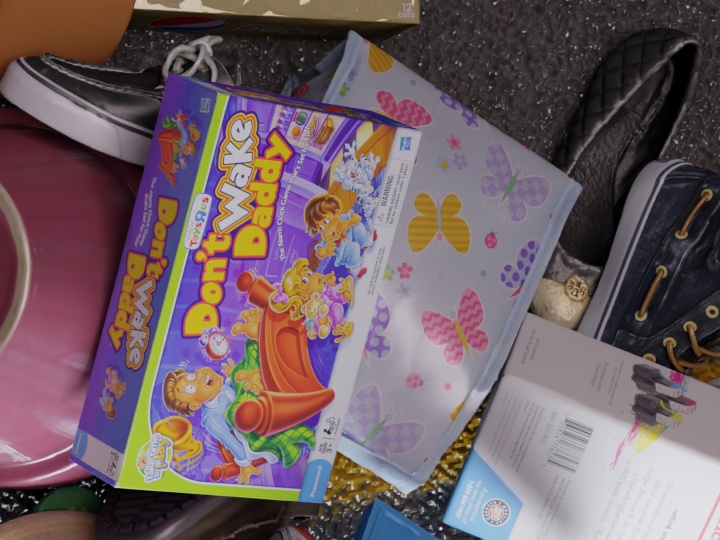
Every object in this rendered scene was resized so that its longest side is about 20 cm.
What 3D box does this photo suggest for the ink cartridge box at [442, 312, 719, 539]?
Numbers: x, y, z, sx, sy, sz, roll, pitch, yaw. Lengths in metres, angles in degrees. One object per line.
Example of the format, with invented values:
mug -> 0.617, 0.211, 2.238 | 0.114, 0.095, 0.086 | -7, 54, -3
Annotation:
ink cartridge box -> 0.161, 0.119, 1.625 | 0.199, 0.115, 0.068 | 22, 36, 2

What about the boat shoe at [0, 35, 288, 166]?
boat shoe -> -0.084, -0.085, 1.492 | 0.199, 0.074, 0.068 | 19, 104, -13

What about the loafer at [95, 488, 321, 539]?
loafer -> -0.068, 0.133, 1.565 | 0.200, 0.073, 0.071 | -24, 106, -57

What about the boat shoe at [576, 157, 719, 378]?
boat shoe -> 0.180, 0.038, 1.675 | 0.071, 0.091, 0.201 | 15, 92, -49

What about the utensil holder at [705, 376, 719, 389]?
utensil holder -> 0.302, 0.148, 1.690 | 0.169, 0.170, 0.201 | -12, 90, -21

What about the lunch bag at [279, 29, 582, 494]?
lunch bag -> 0.000, 0.000, 1.617 | 0.169, 0.127, 0.200 | 31, 64, -14

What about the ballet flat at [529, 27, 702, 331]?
ballet flat -> 0.146, -0.055, 1.710 | 0.066, 0.057, 0.201 | 25, 77, -19

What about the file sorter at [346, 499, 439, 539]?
file sorter -> 0.007, 0.256, 1.553 | 0.139, 0.123, 0.200 | 35, 45, -14

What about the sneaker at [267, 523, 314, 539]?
sneaker -> -0.091, 0.213, 1.510 | 0.082, 0.078, 0.200 | 41, 80, -17

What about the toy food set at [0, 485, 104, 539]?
toy food set -> -0.176, 0.214, 1.544 | 0.198, 0.049, 0.200 | 34, 83, -39

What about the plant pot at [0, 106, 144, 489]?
plant pot -> -0.197, 0.010, 1.475 | 0.199, 0.179, 0.201 | -1, 84, 14

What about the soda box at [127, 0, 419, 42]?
soda box -> -0.068, -0.170, 1.641 | 0.199, 0.064, 0.068 | 1, 84, -19

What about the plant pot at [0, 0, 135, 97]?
plant pot -> -0.207, -0.171, 1.533 | 0.140, 0.200, 0.201 | 2, 83, -36

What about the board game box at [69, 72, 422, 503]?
board game box -> -0.057, 0.012, 1.452 | 0.134, 0.045, 0.201 | 8, 101, -41
